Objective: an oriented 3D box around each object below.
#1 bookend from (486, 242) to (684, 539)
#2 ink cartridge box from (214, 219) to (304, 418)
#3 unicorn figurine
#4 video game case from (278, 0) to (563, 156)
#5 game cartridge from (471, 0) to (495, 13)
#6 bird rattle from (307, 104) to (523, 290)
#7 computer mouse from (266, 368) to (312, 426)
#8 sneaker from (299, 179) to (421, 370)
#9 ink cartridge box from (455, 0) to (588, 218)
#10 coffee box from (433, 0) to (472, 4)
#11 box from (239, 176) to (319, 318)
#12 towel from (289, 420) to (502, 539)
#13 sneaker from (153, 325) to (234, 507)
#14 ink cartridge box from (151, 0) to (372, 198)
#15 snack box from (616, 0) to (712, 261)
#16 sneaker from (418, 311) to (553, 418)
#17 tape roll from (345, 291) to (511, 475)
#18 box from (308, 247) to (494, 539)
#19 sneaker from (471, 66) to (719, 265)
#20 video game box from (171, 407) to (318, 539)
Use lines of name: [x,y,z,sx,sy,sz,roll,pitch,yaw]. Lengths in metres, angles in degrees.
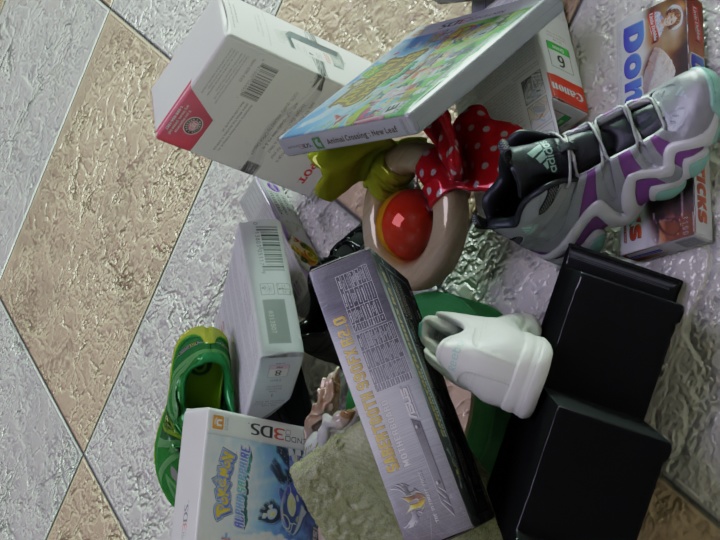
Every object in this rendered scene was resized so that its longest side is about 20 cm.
bookend: [0.165,0.092,0.829,0.199,0.092,0.201,-50,-21,-88]
ink cartridge box: [-0.106,0.074,1.222,0.201,0.057,0.163,104,158,-51]
unicorn figurine: [-0.017,0.195,1.062,0.138,0.074,0.201,-51,27,36]
video game case: [0.048,-0.165,1.033,0.200,0.022,0.182,-43,23,-29]
game cartridge: [0.153,-0.340,1.143,0.129,0.038,0.201,-24,58,51]
bird rattle: [0.056,-0.064,1.067,0.199,0.112,0.164,7,98,45]
computer mouse: [-0.102,0.107,1.275,0.140,0.046,0.201,143,121,-60]
sneaker: [0.000,0.000,1.165,0.076,0.090,0.201,30,100,58]
ink cartridge box: [0.139,-0.143,1.071,0.109,0.050,0.201,-35,52,40]
coffee box: [0.107,-0.351,1.103,0.113,0.080,0.201,12,83,57]
box: [-0.080,-0.026,1.323,0.042,0.039,0.200,-55,40,23]
towel: [0.047,0.202,0.974,0.148,0.036,0.200,-38,83,11]
sneaker: [-0.164,0.157,1.213,0.084,0.074,0.201,-128,41,-69]
ink cartridge box: [-0.094,-0.176,1.264,0.146,0.199,0.085,-48,38,30]
snack box: [0.234,-0.111,0.953,0.072,0.024,0.201,-19,62,50]
sneaker: [0.082,0.056,0.893,0.200,0.088,0.076,96,-168,-89]
tape roll: [0.065,0.121,1.069,0.200,0.048,0.202,-24,58,46]
box: [0.034,0.094,0.877,0.048,0.158,0.201,-22,79,8]
sneaker: [0.161,-0.083,0.899,0.200,0.139,0.078,-50,41,33]
video game box: [-0.084,0.236,1.109,0.047,0.181,0.201,-16,65,49]
